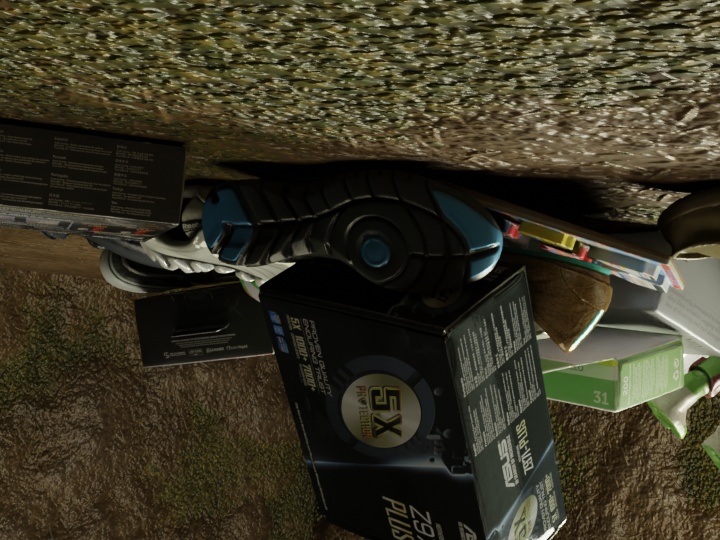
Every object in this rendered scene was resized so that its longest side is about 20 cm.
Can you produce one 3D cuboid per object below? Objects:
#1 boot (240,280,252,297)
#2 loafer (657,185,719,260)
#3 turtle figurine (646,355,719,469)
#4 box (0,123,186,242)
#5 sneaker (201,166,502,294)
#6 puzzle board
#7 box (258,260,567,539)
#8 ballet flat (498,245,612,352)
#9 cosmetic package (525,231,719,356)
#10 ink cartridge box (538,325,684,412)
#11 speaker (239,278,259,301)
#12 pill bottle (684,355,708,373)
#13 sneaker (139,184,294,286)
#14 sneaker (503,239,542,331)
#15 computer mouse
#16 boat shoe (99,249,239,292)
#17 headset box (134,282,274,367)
[{"bbox_3d":[0.000,0.000,1.013,0.200,0.077,0.155,5,178,-24],"label":"boot"},{"bbox_3d":[0.258,-0.010,0.588,0.200,0.068,0.076,2,175,38],"label":"loafer"},{"bbox_3d":[0.353,0.086,0.922,0.144,0.194,0.200,44,176,11],"label":"turtle figurine"},{"bbox_3d":[-0.219,-0.055,0.663,0.200,0.050,0.158,6,176,-17],"label":"box"},{"bbox_3d":[0.000,-0.035,0.678,0.200,0.073,0.082,9,-165,27],"label":"sneaker"},{"bbox_3d":[0.140,-0.017,0.727,0.150,0.017,0.200,21,-178,19],"label":"puzzle board"},{"bbox_3d":[0.036,0.091,0.721,0.164,0.200,0.086,12,-145,42],"label":"box"},{"bbox_3d":[0.079,0.008,0.734,0.200,0.072,0.068,21,-177,42],"label":"ballet flat"},{"bbox_3d":[0.209,0.020,0.918,0.102,0.074,0.200,29,164,-32],"label":"cosmetic package"},{"bbox_3d":[0.133,0.074,0.817,0.145,0.048,0.200,6,-170,44],"label":"ink cartridge box"},{"bbox_3d":[-0.021,0.001,0.888,0.088,0.089,0.200,8,-178,-38],"label":"speaker"},{"bbox_3d":[0.331,0.055,1.174,0.113,0.114,0.200,2,176,34],"label":"pill bottle"},{"bbox_3d":[-0.084,-0.028,0.792,0.200,0.075,0.081,3,167,15],"label":"sneaker"},{"bbox_3d":[0.106,-0.003,0.857,0.088,0.075,0.200,-6,-159,-29],"label":"sneaker"},{"bbox_3d":[-0.217,-0.031,1.018,0.200,0.053,0.138,5,176,-5],"label":"computer mouse"},{"bbox_3d":[-0.170,-0.019,1.129,0.200,0.072,0.071,-6,175,-33],"label":"boat shoe"},{"bbox_3d":[-0.136,0.052,1.144,0.148,0.075,0.200,-7,-179,16],"label":"headset box"}]
